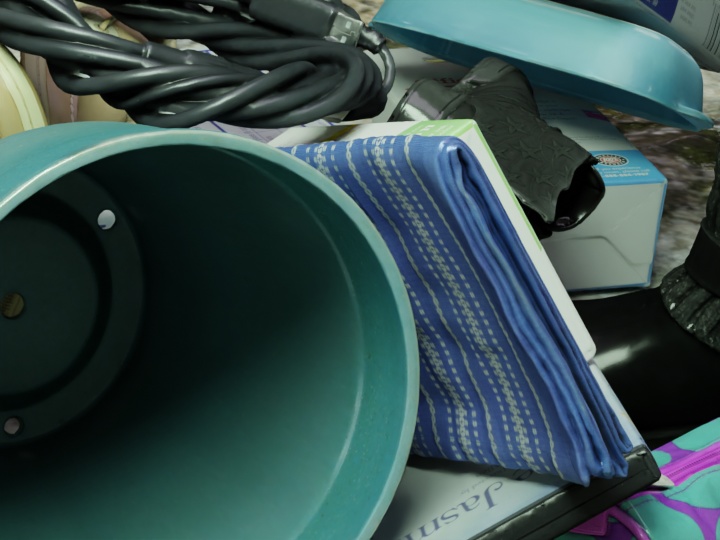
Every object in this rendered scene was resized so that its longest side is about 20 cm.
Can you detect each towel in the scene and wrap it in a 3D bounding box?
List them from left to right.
[{"bbox_3d":[0.013,0.016,0.922,0.024,0.145,0.200,-36,17,-25],"label":"towel"}]

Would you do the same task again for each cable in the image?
[{"bbox_3d":[-0.089,-0.100,1.044,0.200,0.051,0.163,21,25,13],"label":"cable"}]

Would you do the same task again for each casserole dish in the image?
[{"bbox_3d":[0.100,-0.121,1.299,0.200,0.039,0.121,19,1,23],"label":"casserole dish"}]

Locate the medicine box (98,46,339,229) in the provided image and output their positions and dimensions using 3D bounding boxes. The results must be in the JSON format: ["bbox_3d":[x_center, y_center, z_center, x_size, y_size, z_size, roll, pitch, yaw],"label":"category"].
[{"bbox_3d":[-0.111,-0.028,1.206,0.200,0.103,0.182,-10,30,-28],"label":"medicine box"}]

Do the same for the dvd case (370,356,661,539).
[{"bbox_3d":[0.038,0.078,0.988,0.143,0.018,0.200,-29,17,3],"label":"dvd case"}]

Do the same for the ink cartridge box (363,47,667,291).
[{"bbox_3d":[0.076,-0.059,1.346,0.115,0.068,0.200,-3,27,-18],"label":"ink cartridge box"}]

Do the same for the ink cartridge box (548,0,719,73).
[{"bbox_3d":[0.093,-0.164,1.334,0.200,0.043,0.196,14,-2,30],"label":"ink cartridge box"}]

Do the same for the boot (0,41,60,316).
[{"bbox_3d":[-0.216,-0.002,1.030,0.155,0.200,0.073,-15,50,-33],"label":"boot"}]

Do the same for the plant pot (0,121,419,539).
[{"bbox_3d":[-0.107,0.030,0.932,0.200,0.200,0.188,-8,15,-25],"label":"plant pot"}]

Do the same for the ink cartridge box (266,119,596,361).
[{"bbox_3d":[0.000,0.000,1.038,0.067,0.117,0.200,-37,19,-23],"label":"ink cartridge box"}]

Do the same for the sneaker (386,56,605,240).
[{"bbox_3d":[0.074,-0.052,1.184,0.104,0.060,0.200,33,18,13],"label":"sneaker"}]

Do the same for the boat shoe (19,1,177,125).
[{"bbox_3d":[-0.122,-0.091,1.135,0.064,0.071,0.200,4,25,0],"label":"boat shoe"}]

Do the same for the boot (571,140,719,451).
[{"bbox_3d":[0.146,0.008,1.098,0.211,0.158,0.080,2,44,-8],"label":"boot"}]

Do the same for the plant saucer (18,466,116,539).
[{"bbox_3d":[-0.111,0.130,0.963,0.200,0.032,0.200,4,25,-2],"label":"plant saucer"}]

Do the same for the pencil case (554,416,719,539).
[{"bbox_3d":[0.150,0.100,1.002,0.085,0.093,0.200,25,32,35],"label":"pencil case"}]
